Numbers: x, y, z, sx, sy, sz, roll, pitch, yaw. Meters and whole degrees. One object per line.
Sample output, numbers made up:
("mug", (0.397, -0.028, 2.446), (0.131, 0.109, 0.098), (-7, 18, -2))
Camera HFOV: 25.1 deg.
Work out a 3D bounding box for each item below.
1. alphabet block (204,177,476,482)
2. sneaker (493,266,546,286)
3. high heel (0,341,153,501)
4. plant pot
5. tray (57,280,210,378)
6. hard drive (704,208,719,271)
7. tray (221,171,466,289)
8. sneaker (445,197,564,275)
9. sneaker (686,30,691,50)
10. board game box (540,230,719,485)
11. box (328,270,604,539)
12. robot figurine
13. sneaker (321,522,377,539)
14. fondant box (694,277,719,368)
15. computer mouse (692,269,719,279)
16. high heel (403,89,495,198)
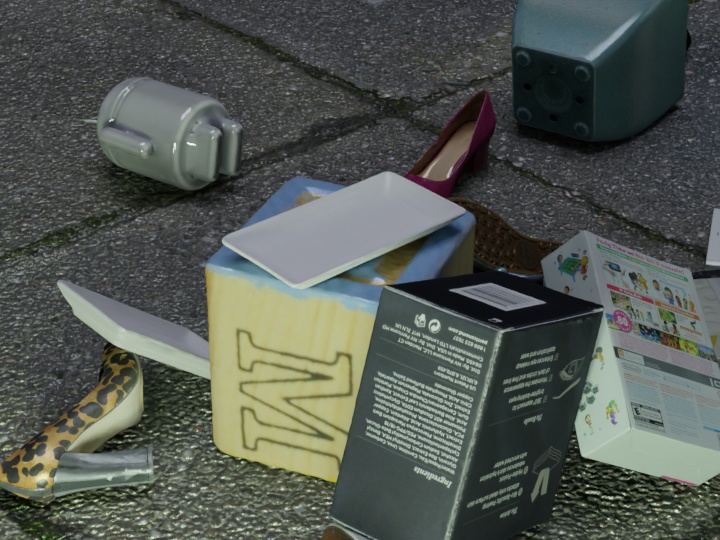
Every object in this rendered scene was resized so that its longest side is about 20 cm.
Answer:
("alphabet block", (-0.015, 0.056, 1.477), (0.195, 0.202, 0.195), (13, 32, 20))
("sneaker", (0.128, 0.039, 1.567), (0.199, 0.087, 0.078), (-18, 32, 25))
("high heel", (-0.268, 0.129, 1.479), (0.141, 0.072, 0.201), (-5, 36, -11))
("plant pot", (0.288, -0.271, 2.052), (0.194, 0.198, 0.200), (17, 44, 26))
("tray", (-0.194, 0.064, 1.522), (0.107, 0.022, 0.200), (33, 3, 36))
("hard drive", (0.483, -0.019, 1.776), (0.198, 0.026, 0.132), (7, 31, 13))
("tray", (-0.013, -0.032, 1.406), (0.199, 0.022, 0.107), (-24, 39, -35))
("sneaker", (0.132, -0.005, 1.637), (0.199, 0.090, 0.068), (20, 54, -29))
("sneaker", (0.367, -0.335, 2.260), (0.198, 0.074, 0.112), (-4, 29, -10))
("board game box", (0.249, 0.079, 1.441), (0.147, 0.064, 0.201), (18, 50, -35))
("box", (0.089, 0.115, 1.324), (0.117, 0.202, 0.196), (20, 13, 29))
("robot figurine", (-0.234, -0.165, 1.931), (0.199, 0.114, 0.169), (20, 20, 30))
("sneaker", (0.040, 0.267, 1.268), (0.084, 0.073, 0.200), (4, 24, -37))
("fondant box", (0.290, 0.073, 1.590), (0.198, 0.059, 0.145), (-5, 31, -6))
("computer mouse", (0.303, 0.034, 1.687), (0.198, 0.034, 0.059), (-9, 19, -2))
("high heel", (0.094, -0.140, 1.908), (0.067, 0.097, 0.200), (17, 34, 26))
